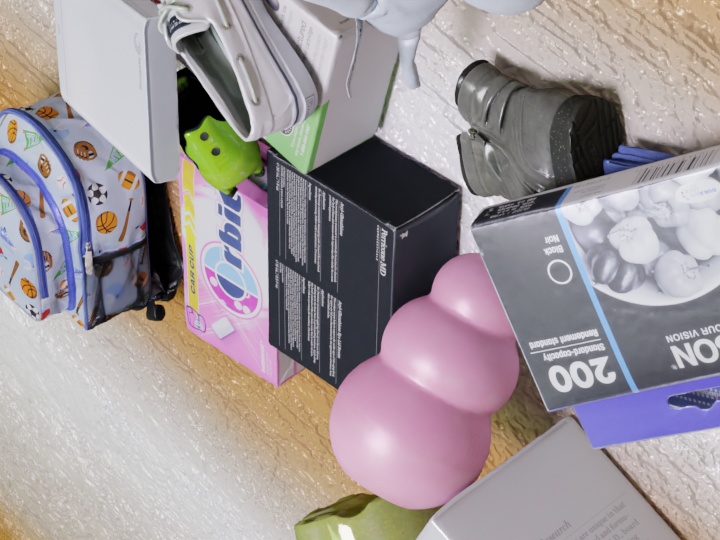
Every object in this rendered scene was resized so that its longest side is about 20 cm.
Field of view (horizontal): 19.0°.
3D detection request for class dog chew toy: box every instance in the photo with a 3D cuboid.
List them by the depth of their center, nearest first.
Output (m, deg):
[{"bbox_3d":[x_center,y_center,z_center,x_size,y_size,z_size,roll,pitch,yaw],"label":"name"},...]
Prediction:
[{"bbox_3d":[0.062,0.076,1.606,0.124,0.124,0.201,33,97,31],"label":"dog chew toy"}]

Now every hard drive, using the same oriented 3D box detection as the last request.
[{"bbox_3d":[-0.194,-0.165,1.686,0.200,0.027,0.132,39,136,53],"label":"hard drive"}]

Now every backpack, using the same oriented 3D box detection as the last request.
[{"bbox_3d":[-0.269,-0.061,1.929,0.200,0.154,0.191,34,130,35],"label":"backpack"}]

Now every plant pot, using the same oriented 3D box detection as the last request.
[{"bbox_3d":[0.035,0.274,1.795,0.200,0.200,0.185,-22,88,56],"label":"plant pot"}]

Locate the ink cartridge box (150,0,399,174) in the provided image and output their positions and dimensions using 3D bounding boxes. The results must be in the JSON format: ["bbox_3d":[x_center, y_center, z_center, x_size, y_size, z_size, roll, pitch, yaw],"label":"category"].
[{"bbox_3d":[-0.069,-0.195,1.615,0.200,0.084,0.146,42,142,22],"label":"ink cartridge box"}]

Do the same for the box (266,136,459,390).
[{"bbox_3d":[0.000,0.000,1.693,0.141,0.079,0.201,35,140,33],"label":"box"}]

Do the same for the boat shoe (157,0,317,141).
[{"bbox_3d":[-0.110,-0.182,1.542,0.200,0.067,0.074,51,144,10],"label":"boat shoe"}]

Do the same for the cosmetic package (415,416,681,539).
[{"bbox_3d":[0.144,0.258,1.641,0.200,0.165,0.165,48,144,14],"label":"cosmetic package"}]

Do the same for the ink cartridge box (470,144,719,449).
[{"bbox_3d":[0.196,0.030,1.423,0.198,0.043,0.201,-15,110,33],"label":"ink cartridge box"}]

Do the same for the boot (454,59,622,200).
[{"bbox_3d":[0.127,-0.047,1.519,0.130,0.068,0.201,22,125,47],"label":"boot"}]

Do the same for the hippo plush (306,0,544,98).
[{"bbox_3d":[0.045,-0.211,1.392,0.160,0.159,0.201,3,101,37],"label":"hippo plush"}]

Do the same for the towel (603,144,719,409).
[{"bbox_3d":[0.240,0.013,1.451,0.144,0.024,0.201,12,127,39],"label":"towel"}]

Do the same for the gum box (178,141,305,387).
[{"bbox_3d":[-0.089,-0.016,1.800,0.113,0.066,0.201,31,138,31],"label":"gum box"}]

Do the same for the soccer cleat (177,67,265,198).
[{"bbox_3d":[-0.128,-0.130,1.705,0.081,0.067,0.200,52,-178,-31],"label":"soccer cleat"}]
